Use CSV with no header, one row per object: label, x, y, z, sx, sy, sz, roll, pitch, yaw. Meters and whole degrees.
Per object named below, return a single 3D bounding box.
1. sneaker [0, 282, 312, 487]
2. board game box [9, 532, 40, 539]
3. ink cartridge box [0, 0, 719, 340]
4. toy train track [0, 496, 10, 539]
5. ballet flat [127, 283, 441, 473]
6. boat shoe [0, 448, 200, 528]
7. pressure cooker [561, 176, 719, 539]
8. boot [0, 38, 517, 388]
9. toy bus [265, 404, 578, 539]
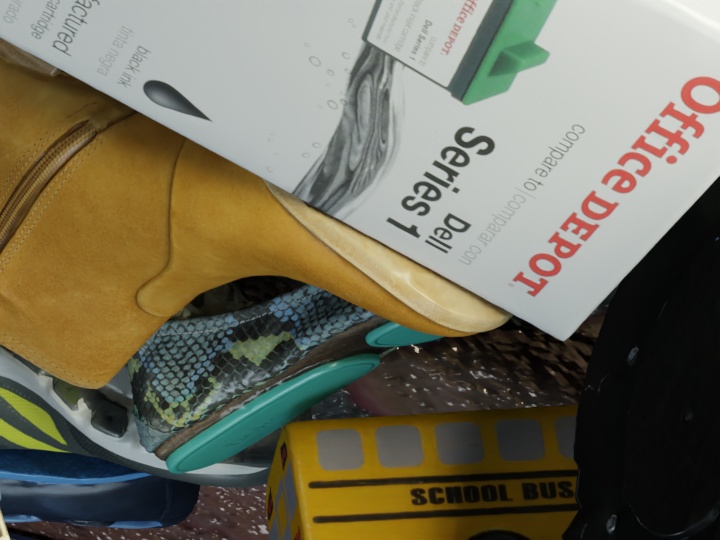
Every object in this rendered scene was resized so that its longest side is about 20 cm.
sneaker,-0.104,0.031,1.015,0.200,0.075,0.085,21,155,19
board game box,-0.119,0.189,1.273,0.135,0.035,0.200,11,145,18
ink cartridge box,0.012,-0.086,0.746,0.200,0.084,0.146,28,144,-6
toy train track,-0.155,0.027,0.958,0.033,0.114,0.200,144,107,-70
ballet flat,0.000,0.000,0.891,0.200,0.074,0.074,-26,126,27
boat shoe,-0.159,0.074,1.089,0.200,0.084,0.069,13,148,18
pressure cooker,0.176,0.054,0.750,0.200,0.179,0.176,20,138,-18
boot,-0.052,-0.010,0.861,0.201,0.071,0.144,39,130,14
toy bus,0.074,0.088,0.927,0.199,0.078,0.065,-3,149,-12
